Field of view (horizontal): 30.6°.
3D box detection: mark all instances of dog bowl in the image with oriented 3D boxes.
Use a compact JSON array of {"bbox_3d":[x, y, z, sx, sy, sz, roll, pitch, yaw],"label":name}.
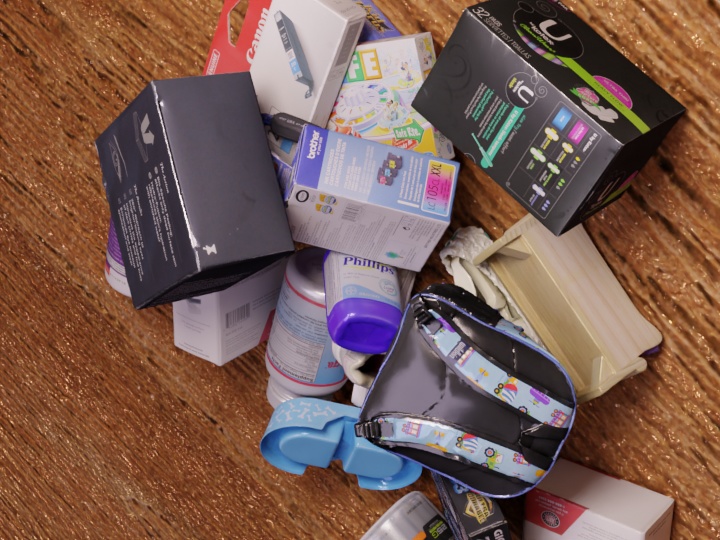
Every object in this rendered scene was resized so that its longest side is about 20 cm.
[{"bbox_3d":[-0.021,0.208,1.595,0.198,0.050,0.112,12,141,-8],"label":"dog bowl"}]

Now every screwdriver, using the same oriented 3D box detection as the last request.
[{"bbox_3d":[-0.124,-0.167,1.422,0.199,0.028,0.029,17,91,28],"label":"screwdriver"}]

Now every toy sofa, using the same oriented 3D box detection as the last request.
[{"bbox_3d":[0.218,0.034,1.383,0.201,0.097,0.083,56,157,4],"label":"toy sofa"}]

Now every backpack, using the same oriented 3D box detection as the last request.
[{"bbox_3d":[0.119,0.126,1.349,0.199,0.135,0.184,25,102,8],"label":"backpack"}]

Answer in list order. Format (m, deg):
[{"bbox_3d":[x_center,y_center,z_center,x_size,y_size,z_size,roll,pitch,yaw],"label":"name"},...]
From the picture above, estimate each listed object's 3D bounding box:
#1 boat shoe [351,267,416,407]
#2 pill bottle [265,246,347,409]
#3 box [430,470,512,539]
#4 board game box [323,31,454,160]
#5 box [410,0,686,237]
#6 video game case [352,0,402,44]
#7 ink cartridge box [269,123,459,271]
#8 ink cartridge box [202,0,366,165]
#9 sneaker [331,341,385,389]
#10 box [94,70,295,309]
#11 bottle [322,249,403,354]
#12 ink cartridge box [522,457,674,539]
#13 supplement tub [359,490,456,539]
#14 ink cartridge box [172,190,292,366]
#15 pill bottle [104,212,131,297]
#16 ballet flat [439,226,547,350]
[{"bbox_3d":[0.042,0.081,1.548,0.068,0.072,0.201,16,111,1],"label":"boat shoe"},{"bbox_3d":[-0.055,0.079,1.591,0.108,0.109,0.201,32,127,23],"label":"pill bottle"},{"bbox_3d":[0.125,0.274,1.461,0.200,0.049,0.199,-116,4,-51],"label":"box"},{"bbox_3d":[-0.001,-0.177,1.423,0.199,0.034,0.135,-1,108,38],"label":"board game box"},{"bbox_3d":[0.180,-0.157,1.270,0.200,0.148,0.125,43,129,15],"label":"box"},{"bbox_3d":[-0.028,-0.218,1.481,0.200,0.045,0.181,50,130,10],"label":"video game case"},{"bbox_3d":[-0.010,-0.078,1.382,0.198,0.077,0.137,12,156,-7],"label":"ink cartridge box"},{"bbox_3d":[-0.099,-0.234,1.422,0.176,0.045,0.201,37,127,18],"label":"ink cartridge box"},{"bbox_3d":[0.066,0.108,1.479,0.198,0.088,0.082,0,116,0],"label":"sneaker"},{"bbox_3d":[-0.180,-0.081,1.392,0.200,0.117,0.198,-25,78,59],"label":"box"},{"bbox_3d":[0.000,0.000,1.468,0.083,0.201,0.065,13,132,-17],"label":"bottle"},{"bbox_3d":[0.260,0.331,1.468,0.146,0.083,0.201,18,120,33],"label":"ink cartridge box"},{"bbox_3d":[0.094,0.377,1.595,0.200,0.122,0.123,45,130,13],"label":"supplement tub"},{"bbox_3d":[-0.156,-0.009,1.607,0.084,0.145,0.201,20,120,32],"label":"ink cartridge box"},{"bbox_3d":[-0.264,-0.072,1.689,0.111,0.111,0.201,30,126,25],"label":"pill bottle"},{"bbox_3d":[0.150,0.046,1.443,0.072,0.072,0.201,-37,85,42],"label":"ballet flat"}]
